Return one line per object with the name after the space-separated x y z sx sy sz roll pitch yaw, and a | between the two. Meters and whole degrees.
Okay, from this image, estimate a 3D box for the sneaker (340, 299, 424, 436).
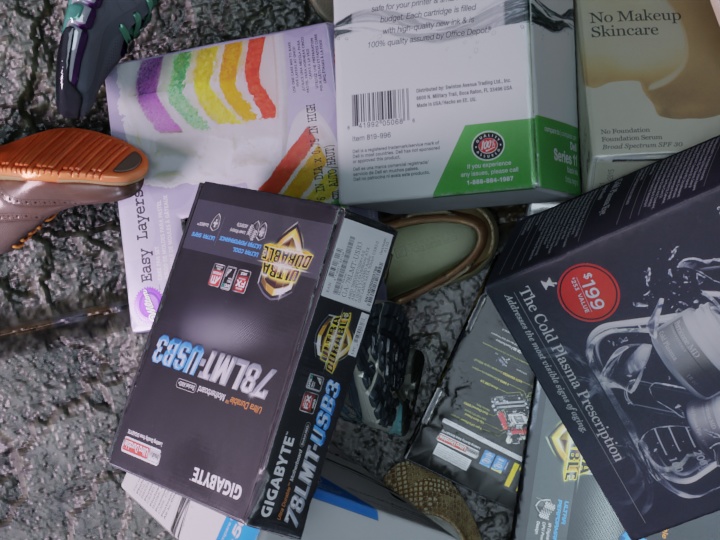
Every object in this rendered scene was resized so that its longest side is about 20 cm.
-0.012 0.068 1.608 0.086 0.200 0.078 9 74 9 | sneaker

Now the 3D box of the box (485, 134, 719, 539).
0.209 0.038 1.493 0.181 0.104 0.201 -24 106 26 | box

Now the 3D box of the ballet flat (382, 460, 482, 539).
0.062 0.232 1.679 0.070 0.065 0.201 -19 93 5 | ballet flat

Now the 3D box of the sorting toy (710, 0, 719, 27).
0.274 -0.194 1.557 0.036 0.200 0.186 0 129 37 | sorting toy

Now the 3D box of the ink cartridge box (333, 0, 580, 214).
0.062 -0.144 1.565 0.146 0.083 0.201 -4 85 27 | ink cartridge box

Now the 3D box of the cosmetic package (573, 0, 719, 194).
0.192 -0.138 1.585 0.104 0.071 0.201 -3 58 -1 | cosmetic package

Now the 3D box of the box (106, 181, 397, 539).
-0.071 0.051 1.506 0.049 0.200 0.200 21 86 -31 | box

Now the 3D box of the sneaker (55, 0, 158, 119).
-0.152 -0.195 1.641 0.087 0.074 0.201 14 77 -6 | sneaker

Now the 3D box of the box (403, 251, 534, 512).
0.152 0.100 1.671 0.199 0.049 0.160 25 98 2 | box

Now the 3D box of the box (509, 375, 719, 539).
0.183 0.172 1.629 0.158 0.046 0.201 9 95 3 | box

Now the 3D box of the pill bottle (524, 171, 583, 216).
0.211 -0.025 1.625 0.199 0.113 0.114 13 95 2 | pill bottle

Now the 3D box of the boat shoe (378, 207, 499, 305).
0.000 0.000 1.661 0.199 0.074 0.076 -25 92 5 | boat shoe

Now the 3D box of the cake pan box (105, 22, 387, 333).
-0.080 -0.056 1.635 0.183 0.052 0.201 -6 88 28 | cake pan box

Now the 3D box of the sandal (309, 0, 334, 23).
0.061 -0.179 1.652 0.199 0.054 0.081 21 95 5 | sandal

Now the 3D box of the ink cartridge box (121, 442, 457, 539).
-0.051 0.161 1.594 0.145 0.200 0.085 22 95 -31 | ink cartridge box

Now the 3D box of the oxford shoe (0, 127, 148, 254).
-0.231 -0.053 1.665 0.199 0.071 0.073 0 116 28 | oxford shoe
